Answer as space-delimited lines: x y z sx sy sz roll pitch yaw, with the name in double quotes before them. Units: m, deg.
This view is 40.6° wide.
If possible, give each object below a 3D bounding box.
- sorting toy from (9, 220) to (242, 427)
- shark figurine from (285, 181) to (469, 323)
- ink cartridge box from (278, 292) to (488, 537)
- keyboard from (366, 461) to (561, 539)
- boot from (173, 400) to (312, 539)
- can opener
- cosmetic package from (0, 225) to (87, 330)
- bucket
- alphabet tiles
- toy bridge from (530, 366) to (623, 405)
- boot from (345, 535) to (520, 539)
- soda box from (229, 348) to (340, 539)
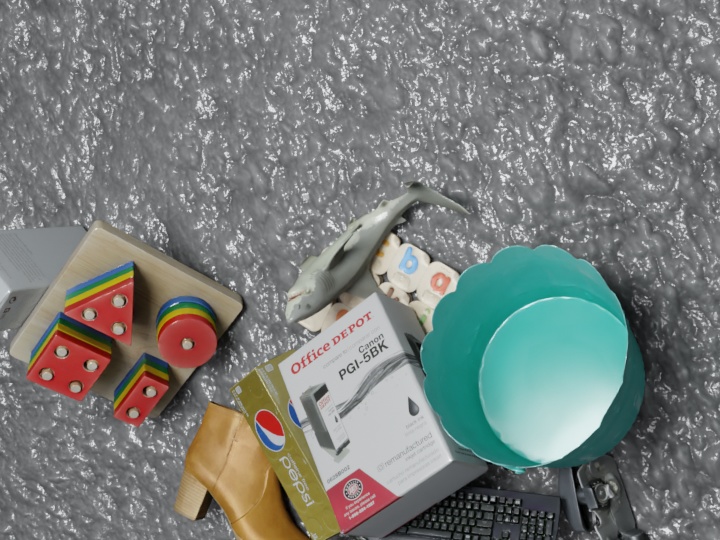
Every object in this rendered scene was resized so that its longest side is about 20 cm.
"sorting toy" -0.268 0.077 1.120 0.199 0.199 0.070 -50 29 18
"shark figurine" 0.012 -0.015 1.048 0.214 0.128 0.090 -41 102 3
"ink cartridge box" 0.018 0.148 0.998 0.146 0.083 0.201 -37 58 19
"keyboard" 0.108 0.234 1.007 0.198 0.021 0.128 2 53 21
"boot" -0.111 0.244 1.128 0.199 0.071 0.145 22 87 8
"can opener" 0.254 0.284 0.979 0.067 0.053 0.202 -23 83 56
"cosmetic package" -0.389 0.007 1.166 0.102 0.200 0.074 47 110 17
"bucket" 0.169 0.091 0.925 0.205 0.135 0.210 -9 69 24
"alphabet tiles" 0.022 0.061 1.083 0.199 0.015 0.197 31 105 20
"toy bridge" 0.191 0.146 1.003 0.198 0.027 0.068 -14 88 24
"boot" 0.082 0.298 1.034 0.211 0.079 0.158 -44 61 6
"soda box" -0.062 0.196 1.088 0.068 0.064 0.201 -40 78 45
